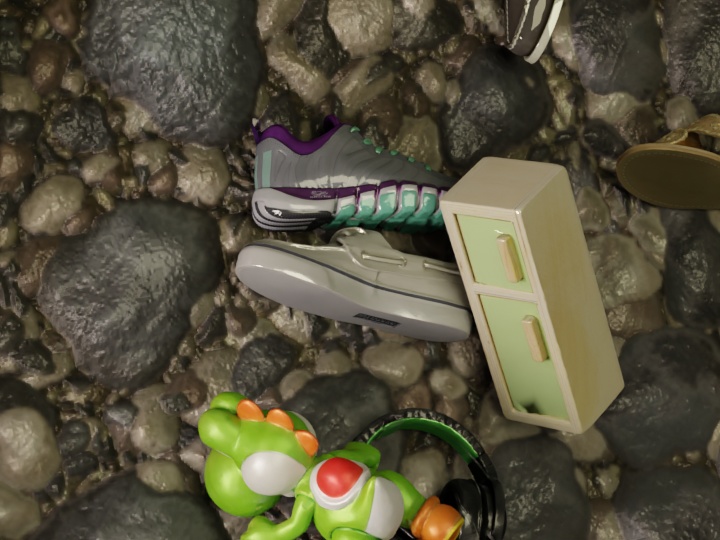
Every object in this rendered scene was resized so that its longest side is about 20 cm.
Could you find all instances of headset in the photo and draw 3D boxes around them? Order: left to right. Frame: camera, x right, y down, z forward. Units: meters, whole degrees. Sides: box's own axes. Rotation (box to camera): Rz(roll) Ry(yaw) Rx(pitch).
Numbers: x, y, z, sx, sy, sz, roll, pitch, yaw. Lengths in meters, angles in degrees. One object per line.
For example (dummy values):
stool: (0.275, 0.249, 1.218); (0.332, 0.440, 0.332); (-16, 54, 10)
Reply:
headset: (0.063, 0.196, 1.654); (0.123, 0.094, 0.201); (-20, 79, -25)

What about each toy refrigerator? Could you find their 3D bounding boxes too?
toy refrigerator: (0.128, 0.021, 1.670); (0.070, 0.076, 0.201); (-43, 128, -37)

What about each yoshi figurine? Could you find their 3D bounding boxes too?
yoshi figurine: (-0.033, 0.165, 1.602); (0.199, 0.112, 0.112); (34, 101, 5)

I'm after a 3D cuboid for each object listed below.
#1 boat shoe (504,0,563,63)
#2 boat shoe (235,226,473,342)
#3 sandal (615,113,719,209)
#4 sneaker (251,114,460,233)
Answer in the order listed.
boat shoe: (0.133, -0.262, 1.775); (0.060, 0.072, 0.203); (16, 69, -16)
boat shoe: (0.000, 0.000, 1.672); (0.199, 0.072, 0.066); (14, 72, -22)
sandal: (0.291, -0.092, 1.825); (0.210, 0.078, 0.070); (14, 56, -27)
sneaker: (0.013, -0.078, 1.690); (0.199, 0.074, 0.088); (0, 77, -23)
